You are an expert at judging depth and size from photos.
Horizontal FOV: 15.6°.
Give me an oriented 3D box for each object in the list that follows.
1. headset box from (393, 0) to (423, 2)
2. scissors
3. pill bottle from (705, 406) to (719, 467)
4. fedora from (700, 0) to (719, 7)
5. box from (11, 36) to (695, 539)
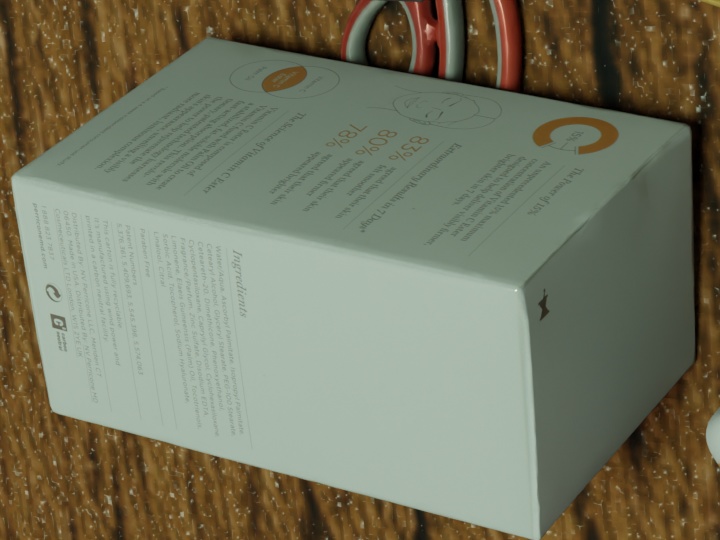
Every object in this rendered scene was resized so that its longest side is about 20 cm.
[{"bbox_3d":[-0.005,-0.207,0.817,0.149,0.075,0.200,-115,35,-42],"label":"headset box"},{"bbox_3d":[0.026,-0.143,0.917,0.073,0.014,0.201,14,113,31],"label":"scissors"},{"bbox_3d":[0.206,0.101,0.822,0.112,0.112,0.200,-38,85,36],"label":"pill bottle"},{"bbox_3d":[0.109,-0.166,0.808,0.200,0.082,0.201,11,112,30],"label":"fedora"},{"bbox_3d":[0.000,0.000,0.906,0.199,0.124,0.098,13,124,30],"label":"box"}]
